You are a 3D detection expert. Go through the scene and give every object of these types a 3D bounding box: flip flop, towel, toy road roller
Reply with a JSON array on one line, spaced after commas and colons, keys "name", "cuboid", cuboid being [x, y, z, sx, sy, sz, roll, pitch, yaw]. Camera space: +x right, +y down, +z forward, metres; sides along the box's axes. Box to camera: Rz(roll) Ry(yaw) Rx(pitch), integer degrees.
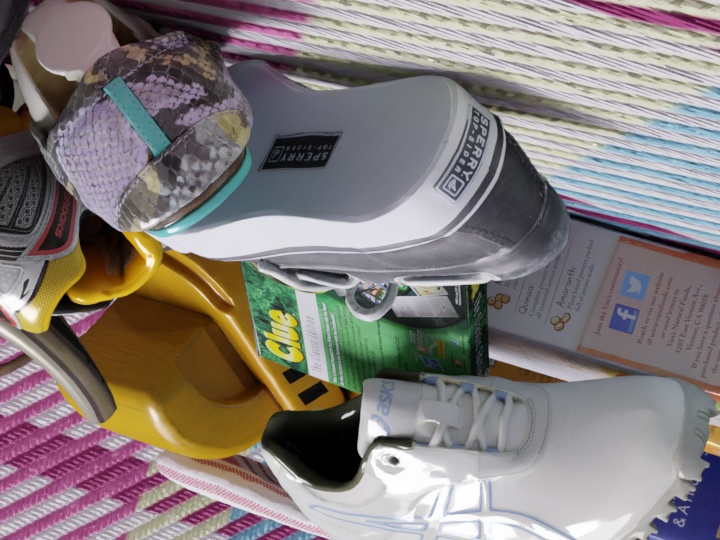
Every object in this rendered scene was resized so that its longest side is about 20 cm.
[{"name": "flip flop", "cuboid": [-0.177, 0.009, 1.034, 0.200, 0.058, 0.081, 31, -171, -38]}, {"name": "towel", "cuboid": [0.014, 0.118, 1.315, 0.146, 0.030, 0.200, 13, 178, 42]}, {"name": "toy road roller", "cuboid": [-0.054, 0.046, 1.274, 0.123, 0.146, 0.200, 14, 145, 48]}]

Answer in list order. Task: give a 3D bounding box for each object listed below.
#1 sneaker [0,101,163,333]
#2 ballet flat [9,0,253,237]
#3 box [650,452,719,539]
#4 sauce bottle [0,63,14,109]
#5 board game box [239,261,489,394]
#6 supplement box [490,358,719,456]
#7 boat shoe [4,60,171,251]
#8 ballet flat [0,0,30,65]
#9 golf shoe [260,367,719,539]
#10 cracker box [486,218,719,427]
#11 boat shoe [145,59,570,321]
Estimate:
[{"name": "sneaker", "cuboid": [-0.107, -0.020, 1.003, 0.082, 0.078, 0.200, 38, -157, 7]}, {"name": "ballet flat", "cuboid": [-0.079, -0.060, 0.860, 0.072, 0.072, 0.200, 19, -176, -14]}, {"name": "box", "cuboid": [0.128, 0.076, 1.390, 0.199, 0.121, 0.032, 17, 157, 12]}, {"name": "sauce bottle", "cuboid": [-0.181, -0.082, 0.962, 0.066, 0.066, 0.200, 17, 176, 14]}, {"name": "board game box", "cuboid": [0.000, 0.000, 1.062, 0.104, 0.024, 0.200, 18, 155, 12]}, {"name": "supplement box", "cuboid": [0.113, 0.038, 1.336, 0.199, 0.069, 0.067, 15, 176, 25]}, {"name": "boat shoe", "cuboid": [-0.134, -0.053, 1.171, 0.201, 0.072, 0.061, 24, -175, 37]}, {"name": "ballet flat", "cuboid": [-0.188, -0.101, 0.760, 0.199, 0.057, 0.066, 17, 176, 12]}, {"name": "golf shoe", "cuboid": [0.044, 0.074, 1.065, 0.200, 0.079, 0.097, -19, 137, 39]}, {"name": "cracker box", "cuboid": [0.089, 0.014, 1.146, 0.199, 0.058, 0.134, 16, 174, 22]}, {"name": "boat shoe", "cuboid": [-0.005, -0.026, 0.883, 0.068, 0.074, 0.199, 36, 158, -30]}]
